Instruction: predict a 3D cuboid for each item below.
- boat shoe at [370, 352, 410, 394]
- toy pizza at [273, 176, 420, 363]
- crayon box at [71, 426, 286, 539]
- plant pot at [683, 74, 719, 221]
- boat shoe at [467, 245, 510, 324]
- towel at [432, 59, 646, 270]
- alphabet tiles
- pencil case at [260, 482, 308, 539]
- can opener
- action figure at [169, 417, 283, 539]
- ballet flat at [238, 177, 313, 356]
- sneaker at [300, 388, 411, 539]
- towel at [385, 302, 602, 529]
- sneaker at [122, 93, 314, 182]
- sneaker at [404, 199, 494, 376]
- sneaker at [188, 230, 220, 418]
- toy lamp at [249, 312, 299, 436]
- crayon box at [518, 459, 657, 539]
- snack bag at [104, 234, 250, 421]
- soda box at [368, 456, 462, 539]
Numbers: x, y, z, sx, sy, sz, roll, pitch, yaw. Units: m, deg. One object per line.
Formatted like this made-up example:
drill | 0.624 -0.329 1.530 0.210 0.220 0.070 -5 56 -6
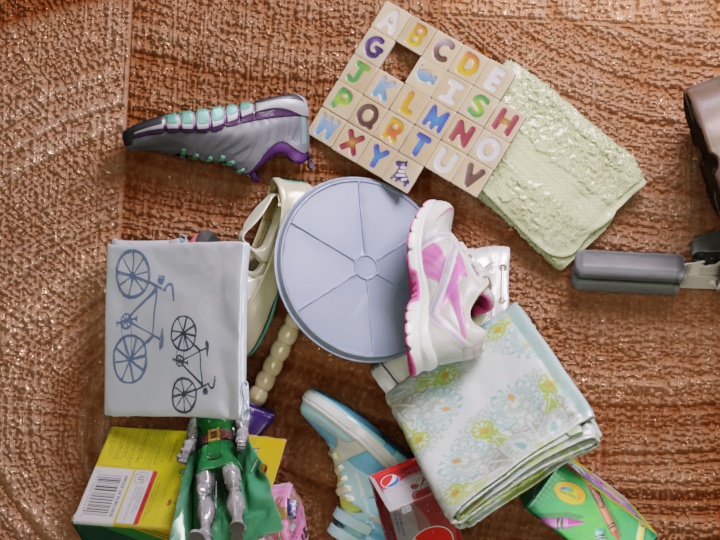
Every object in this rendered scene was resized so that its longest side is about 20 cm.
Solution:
boat shoe | 0.101 0.157 1.470 0.070 0.071 0.200 -43 84 7
toy pizza | 0.000 0.000 1.457 0.200 0.032 0.200 6 74 -23
crayon box | -0.180 0.229 1.430 0.200 0.127 0.051 2 136 16
plant pot | 0.442 -0.141 1.401 0.198 0.200 0.200 -17 91 10
boat shoe | 0.151 0.071 1.463 0.069 0.071 0.200 -10 90 4
towel | 0.190 -0.114 1.475 0.200 0.036 0.148 41 91 0
alphabet tiles | 0.066 -0.168 1.467 0.200 0.008 0.167 32 92 16
pencil case | -0.157 0.279 1.469 0.200 0.087 0.083 -9 85 4
can opener | 0.324 -0.004 1.474 0.200 0.053 0.066 -1 57 0
action figure | -0.143 0.190 1.389 0.118 0.200 0.055 -13 130 3
ballet flat | -0.110 -0.007 1.467 0.069 0.069 0.200 23 84 1
sneaker | -0.012 0.228 1.469 0.200 0.080 0.131 41 91 1
towel | 0.125 0.139 1.352 0.171 0.200 0.048 -33 130 4
sneaker | -0.149 -0.130 1.468 0.200 0.074 0.088 -9 96 1
sneaker | 0.092 0.016 1.404 0.088 0.081 0.200 0 59 5
sneaker | -0.195 0.053 1.474 0.087 0.074 0.200 6 85 21
toy lamp | -0.092 0.096 1.480 0.058 0.058 0.200 27 89 1
crayon box | 0.220 0.234 1.401 0.119 0.200 0.058 36 92 1
snack bag | -0.188 0.058 1.426 0.200 0.021 0.189 -2 86 34
soda box | 0.068 0.289 1.424 0.070 0.063 0.200 -21 123 -11
